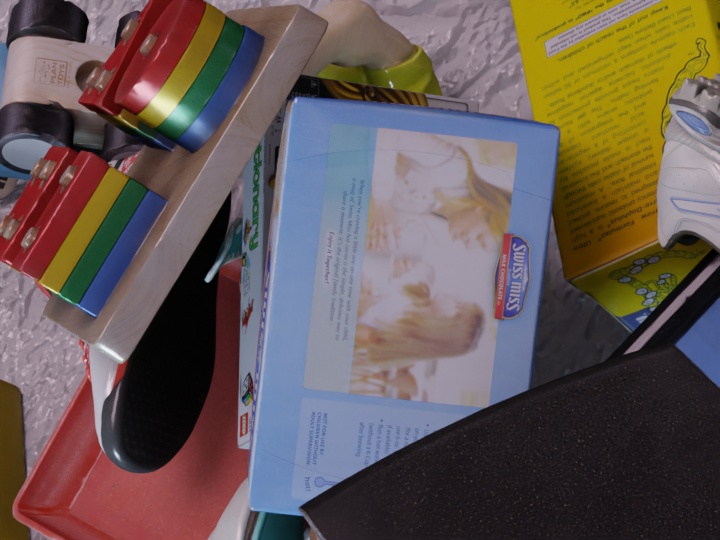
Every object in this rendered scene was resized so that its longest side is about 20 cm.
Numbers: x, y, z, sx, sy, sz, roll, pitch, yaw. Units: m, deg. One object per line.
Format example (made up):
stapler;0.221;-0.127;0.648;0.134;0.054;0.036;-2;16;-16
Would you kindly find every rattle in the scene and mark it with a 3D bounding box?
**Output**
rattle;-0.055;-0.057;1.664;0.143;0.130;0.200;20;75;35

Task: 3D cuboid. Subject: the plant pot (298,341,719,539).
plant pot;0.123;0.154;1.293;0.177;0.200;0.200;-39;48;-6

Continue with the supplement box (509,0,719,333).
supplement box;0.161;-0.074;1.527;0.109;0.109;0.200;-26;53;24

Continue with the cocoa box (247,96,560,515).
cocoa box;0.019;0.019;1.443;0.133;0.131;0.200;6;93;-2

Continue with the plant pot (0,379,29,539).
plant pot;-0.325;0.151;1.718;0.200;0.176;0.200;-25;52;24

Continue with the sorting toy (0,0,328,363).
sorting toy;-0.116;-0.062;1.547;0.199;0.070;0.200;-59;13;-4

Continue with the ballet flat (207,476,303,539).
ballet flat;-0.068;0.200;1.545;0.069;0.069;0.200;-6;80;34

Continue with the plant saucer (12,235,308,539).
plant saucer;-0.079;0.088;1.665;0.199;0.037;0.200;22;81;42

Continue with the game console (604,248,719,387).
game console;0.209;0.090;1.400;0.200;0.176;0.116;-47;19;5

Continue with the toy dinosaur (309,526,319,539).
toy dinosaur;0.005;0.182;1.526;0.200;0.086;0.136;-121;35;-59

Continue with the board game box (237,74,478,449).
board game box;0.000;0.000;1.573;0.035;0.126;0.200;150;123;-62

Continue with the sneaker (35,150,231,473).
sneaker;-0.139;0.026;1.679;0.108;0.067;0.202;-10;59;37

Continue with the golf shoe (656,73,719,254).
golf shoe;0.220;-0.015;1.355;0.200;0.078;0.097;31;115;36

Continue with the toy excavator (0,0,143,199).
toy excavator;-0.206;-0.075;1.816;0.194;0.200;0.100;8;61;-9
